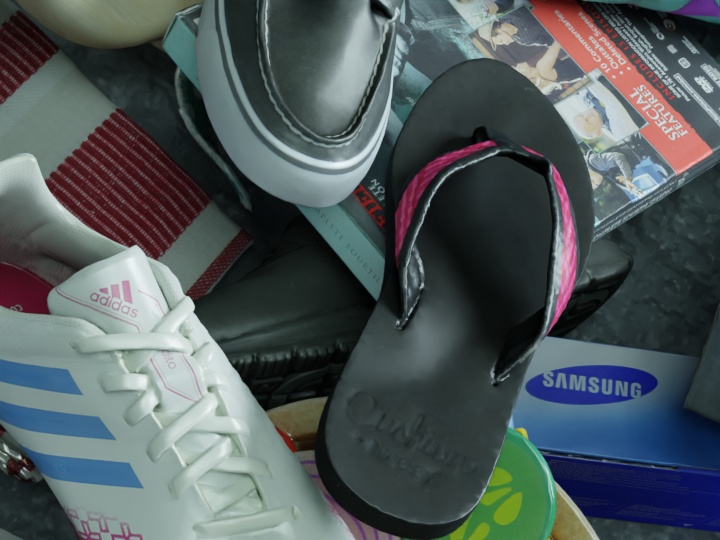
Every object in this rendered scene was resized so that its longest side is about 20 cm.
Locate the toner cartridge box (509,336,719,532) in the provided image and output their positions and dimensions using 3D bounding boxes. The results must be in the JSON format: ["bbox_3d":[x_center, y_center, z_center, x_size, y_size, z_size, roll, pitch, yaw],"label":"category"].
[{"bbox_3d":[0.134,0.065,0.857,0.199,0.095,0.043,8,72,-12],"label":"toner cartridge box"}]

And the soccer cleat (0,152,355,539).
[{"bbox_3d":[-0.066,0.046,0.732,0.200,0.087,0.070,42,49,17],"label":"soccer cleat"}]

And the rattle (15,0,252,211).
[{"bbox_3d":[-0.105,-0.113,0.877,0.200,0.142,0.131,58,35,-34],"label":"rattle"}]

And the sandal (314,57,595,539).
[{"bbox_3d":[0.038,-0.001,0.761,0.075,0.045,0.201,22,46,-4],"label":"sandal"}]

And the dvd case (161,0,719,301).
[{"bbox_3d":[0.043,-0.068,0.863,0.200,0.022,0.146,-31,75,-42],"label":"dvd case"}]

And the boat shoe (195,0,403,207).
[{"bbox_3d":[-0.013,-0.114,0.812,0.068,0.057,0.201,16,51,-17],"label":"boat shoe"}]

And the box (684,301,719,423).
[{"bbox_3d":[0.215,0.017,0.834,0.159,0.044,0.200,22,30,12],"label":"box"}]

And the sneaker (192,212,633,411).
[{"bbox_3d":[0.000,0.000,0.856,0.199,0.076,0.091,-15,70,-32],"label":"sneaker"}]

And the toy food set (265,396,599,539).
[{"bbox_3d":[-0.006,0.137,0.786,0.199,0.049,0.199,-13,85,15],"label":"toy food set"}]

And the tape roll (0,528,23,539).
[{"bbox_3d":[-0.156,0.174,0.747,0.201,0.037,0.204,0,96,-4],"label":"tape roll"}]

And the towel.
[{"bbox_3d":[-0.146,-0.036,0.827,0.200,0.023,0.144,44,49,-6],"label":"towel"}]

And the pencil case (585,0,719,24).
[{"bbox_3d":[0.157,-0.127,0.898,0.199,0.092,0.086,10,109,-23],"label":"pencil case"}]
